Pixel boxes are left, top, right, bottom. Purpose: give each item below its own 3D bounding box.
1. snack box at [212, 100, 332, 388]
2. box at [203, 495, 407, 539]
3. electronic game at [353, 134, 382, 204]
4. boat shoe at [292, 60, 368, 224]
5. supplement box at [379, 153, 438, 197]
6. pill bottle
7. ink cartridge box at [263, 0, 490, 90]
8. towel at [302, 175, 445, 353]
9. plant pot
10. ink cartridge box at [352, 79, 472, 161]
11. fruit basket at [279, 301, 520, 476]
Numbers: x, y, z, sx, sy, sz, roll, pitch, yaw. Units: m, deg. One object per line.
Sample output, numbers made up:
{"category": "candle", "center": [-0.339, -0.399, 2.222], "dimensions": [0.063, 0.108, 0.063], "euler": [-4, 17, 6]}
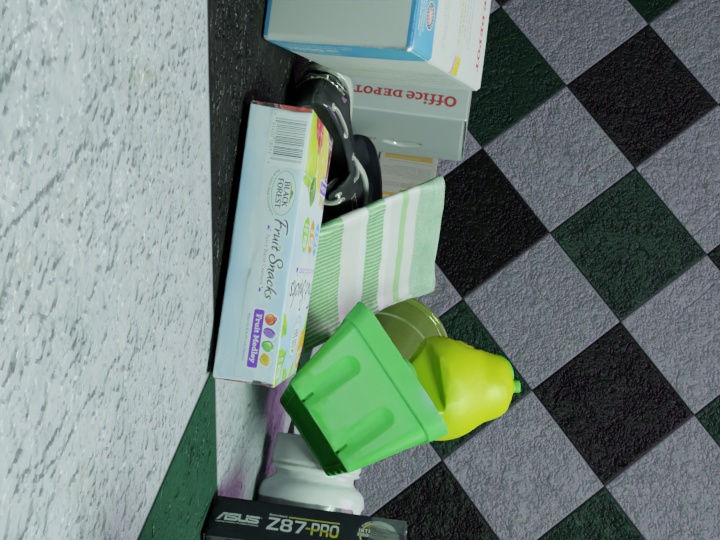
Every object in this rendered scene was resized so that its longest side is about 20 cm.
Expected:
{"category": "snack box", "center": [-0.065, -0.019, 0.736], "dimensions": [0.142, 0.052, 0.203], "euler": [11, 87, -85]}
{"category": "box", "center": [-0.049, 0.284, 0.788], "dimensions": [0.049, 0.159, 0.202], "euler": [-75, 171, -57]}
{"category": "electronic game", "center": [-0.013, -0.052, 1.059], "dimensions": [0.200, 0.041, 0.203], "euler": [-175, -90, -73]}
{"category": "boat shoe", "center": [-0.032, -0.100, 0.895], "dimensions": [0.201, 0.073, 0.061], "euler": [90, 10, -46]}
{"category": "supplement box", "center": [0.102, -0.224, 2.002], "dimensions": [0.074, 0.124, 0.202], "euler": [93, 8, -61]}
{"category": "pill bottle", "center": [-0.057, 0.275, 0.961], "dimensions": [0.113, 0.112, 0.203], "euler": [78, 20, -76]}
{"category": "ink cartridge box", "center": [0.027, -0.225, 0.765], "dimensions": [0.200, 0.124, 0.130], "euler": [1, 98, -67]}
{"category": "towel", "center": [0.000, 0.000, 0.947], "dimensions": [0.023, 0.198, 0.154], "euler": [44, -34, 37]}
{"category": "plant pot", "center": [0.026, 0.167, 1.543], "dimensions": [0.190, 0.198, 0.202], "euler": [-52, 153, -54]}
{"category": "ink cartridge box", "center": [0.063, -0.249, 1.085], "dimensions": [0.146, 0.145, 0.203], "euler": [73, 25, -79]}
{"category": "fruit basket", "center": [0.039, 0.105, 0.875], "dimensions": [0.156, 0.215, 0.216], "euler": [55, 0, 7]}
